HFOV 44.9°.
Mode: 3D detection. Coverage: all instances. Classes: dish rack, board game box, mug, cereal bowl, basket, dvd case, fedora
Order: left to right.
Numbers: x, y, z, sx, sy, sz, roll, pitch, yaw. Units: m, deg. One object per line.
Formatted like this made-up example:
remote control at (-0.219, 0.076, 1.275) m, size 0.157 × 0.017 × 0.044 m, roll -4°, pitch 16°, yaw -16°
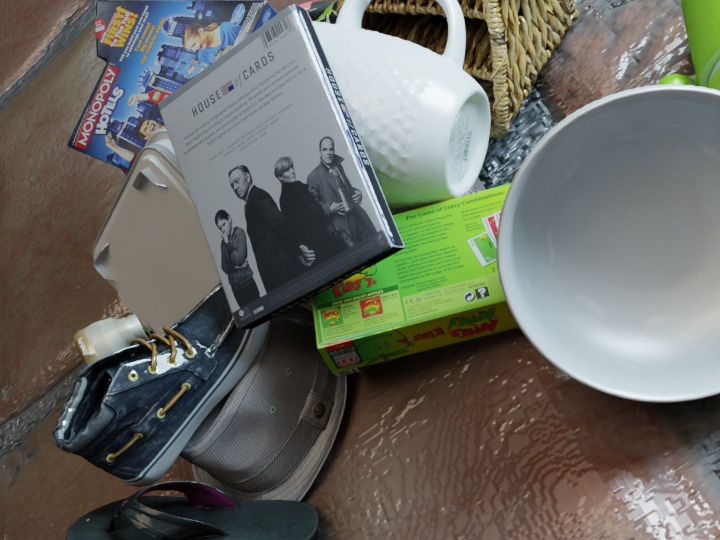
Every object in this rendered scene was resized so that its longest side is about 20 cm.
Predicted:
board game box at (-0.201, -0.191, 0.878) m, size 0.199 × 0.062 × 0.201 m, roll 23°, pitch 85°, yaw 25°
dish rack at (-0.176, -0.013, 0.813) m, size 0.172 × 0.044 × 0.200 m, roll 46°, pitch 132°, yaw 6°
fedora at (-0.104, 0.111, 0.756) m, size 0.176 × 0.090 × 0.201 m, roll 18°, pitch 77°, yaw 43°
dvd case at (-0.067, -0.076, 0.663) m, size 0.150 × 0.025 × 0.201 m, roll -27°, pitch 76°, yaw 26°
mug at (0.017, -0.146, 0.720) m, size 0.175 × 0.147 × 0.201 m, roll 17°, pitch 93°, yaw 26°
basket at (0.064, -0.225, 0.778) m, size 0.200 × 0.143 × 0.149 m, roll 22°, pitch 74°, yaw 43°
board game box at (0.061, 0.003, 0.671) m, size 0.199 × 0.048 × 0.102 m, roll -15°, pitch 56°, yaw 6°
cereal bowl at (0.189, -0.021, 0.564) m, size 0.200 × 0.200 × 0.083 m, roll -35°, pitch 6°, yaw 17°

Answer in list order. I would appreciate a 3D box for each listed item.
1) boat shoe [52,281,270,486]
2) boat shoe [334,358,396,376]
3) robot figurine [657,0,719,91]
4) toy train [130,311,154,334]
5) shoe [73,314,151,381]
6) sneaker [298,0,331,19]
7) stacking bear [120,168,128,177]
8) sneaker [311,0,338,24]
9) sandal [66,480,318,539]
boat shoe at (-0.152, 0.073, 0.688) m, size 0.071 × 0.091 × 0.201 m, roll 26°, pitch 80°, yaw 45°
boat shoe at (0.000, 0.000, 0.762) m, size 0.063 × 0.071 × 0.201 m, roll -14°, pitch 53°, yaw 10°
robot figurine at (0.285, -0.165, 0.593) m, size 0.175 × 0.115 × 0.201 m, roll -22°, pitch 53°, yaw 35°
toy train at (-0.237, 0.010, 0.959) m, size 0.056 × 0.042 × 0.201 m, roll -40°, pitch 46°, yaw 26°
shoe at (-0.192, 0.087, 0.785) m, size 0.053 × 0.200 × 0.070 m, roll -38°, pitch 71°, yaw -8°
sneaker at (-0.113, -0.252, 0.991) m, size 0.200 × 0.074 × 0.087 m, roll -32°, pitch 46°, yaw 19°
stacking bear at (-0.180, -0.079, 0.923) m, size 0.114 × 0.121 × 0.200 m, roll -40°, pitch 54°, yaw 9°
sneaker at (-0.056, -0.217, 0.906) m, size 0.200 × 0.083 × 0.072 m, roll -42°, pitch 73°, yaw 18°
sandal at (-0.133, 0.194, 0.694) m, size 0.199 × 0.048 × 0.075 m, roll -2°, pitch 23°, yaw 0°
